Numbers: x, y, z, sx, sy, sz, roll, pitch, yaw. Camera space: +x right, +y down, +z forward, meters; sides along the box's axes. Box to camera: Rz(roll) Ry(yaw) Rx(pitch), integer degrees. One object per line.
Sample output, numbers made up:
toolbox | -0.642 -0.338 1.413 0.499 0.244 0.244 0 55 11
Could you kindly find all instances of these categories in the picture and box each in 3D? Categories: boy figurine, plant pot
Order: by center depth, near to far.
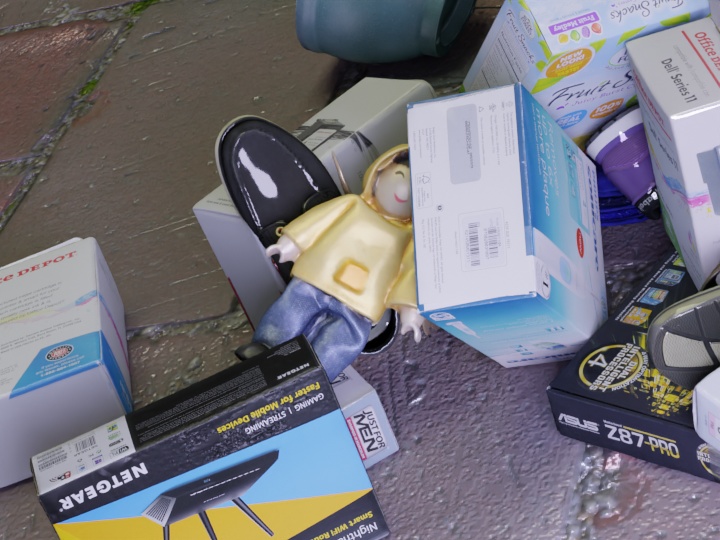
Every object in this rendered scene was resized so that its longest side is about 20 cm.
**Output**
boy figurine | 0.000 0.000 1.270 0.201 0.124 0.064 -54 -6 -8
plant pot | 0.041 -0.284 1.765 0.133 0.201 0.201 24 48 15

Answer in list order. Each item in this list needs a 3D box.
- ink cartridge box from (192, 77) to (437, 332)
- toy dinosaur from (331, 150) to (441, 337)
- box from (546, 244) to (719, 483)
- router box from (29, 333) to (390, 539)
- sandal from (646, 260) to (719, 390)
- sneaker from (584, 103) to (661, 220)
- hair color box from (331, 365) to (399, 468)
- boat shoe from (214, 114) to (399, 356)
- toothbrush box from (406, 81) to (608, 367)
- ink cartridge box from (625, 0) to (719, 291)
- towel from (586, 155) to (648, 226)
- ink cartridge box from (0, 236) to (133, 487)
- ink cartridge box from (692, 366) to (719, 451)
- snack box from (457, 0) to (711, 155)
ink cartridge box | -0.011 -0.041 1.442 0.200 0.146 0.083 -38 28 -26
toy dinosaur | 0.040 -0.005 1.358 0.058 0.200 0.101 -48 44 9
box | 0.246 0.054 1.238 0.161 0.049 0.200 17 48 40
router box | -0.096 0.149 1.203 0.199 0.150 0.051 -25 31 -4
sandal | 0.260 0.015 1.175 0.200 0.080 0.057 -25 40 -26
sneaker | 0.254 -0.081 1.397 0.199 0.088 0.076 -17 -20 -46
hair color box | -0.084 0.134 1.304 0.199 0.061 0.099 -30 33 -11
boat shoe | -0.034 -0.026 1.328 0.073 0.202 0.063 -34 19 -5
toothbrush box | 0.105 -0.025 1.258 0.085 0.200 0.148 -8 73 19
ink cartridge box | 0.232 -0.089 1.224 0.067 0.201 0.117 -17 32 2
towel | 0.154 -0.087 1.492 0.147 0.050 0.200 -4 27 -18
ink cartridge box | -0.266 0.074 1.483 0.144 0.085 0.200 -20 33 2
ink cartridge box | 0.325 0.091 1.088 0.162 0.057 0.200 -31 40 -23
snack box | 0.166 -0.151 1.335 0.168 0.200 0.068 -19 69 -21
